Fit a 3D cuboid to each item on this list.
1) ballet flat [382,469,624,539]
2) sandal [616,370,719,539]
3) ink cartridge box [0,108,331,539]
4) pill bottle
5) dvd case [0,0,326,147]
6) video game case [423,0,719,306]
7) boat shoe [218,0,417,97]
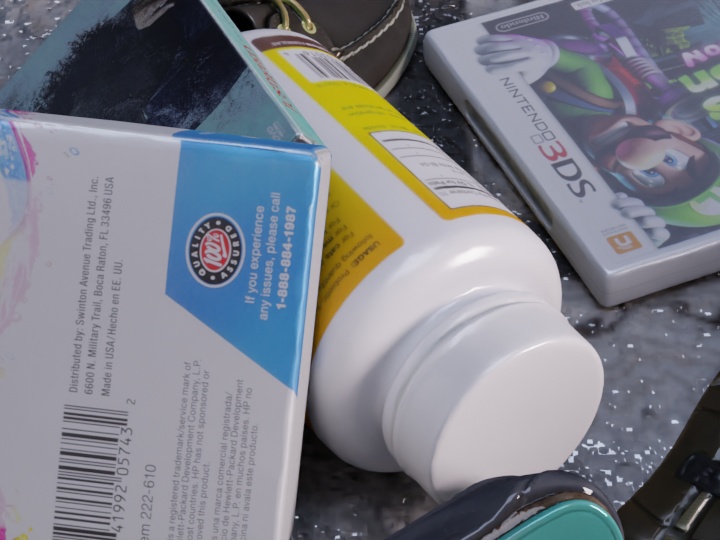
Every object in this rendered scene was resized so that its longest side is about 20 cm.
[{"bbox_3d":[-0.004,0.127,0.685,0.200,0.073,0.073,-31,50,-13],"label":"ballet flat"},{"bbox_3d":[0.150,0.083,0.738,0.082,0.055,0.200,29,65,36],"label":"sandal"},{"bbox_3d":[-0.117,0.019,0.685,0.200,0.145,0.085,6,6,1],"label":"ink cartridge box"},{"bbox_3d":[0.000,0.000,0.783,0.109,0.109,0.200,-25,48,-23],"label":"pill bottle"},{"bbox_3d":[-0.114,-0.018,0.784,0.200,0.022,0.146,-46,48,13],"label":"dvd case"},{"bbox_3d":[0.154,-0.075,0.920,0.200,0.023,0.182,-17,46,-16],"label":"video game case"},{"bbox_3d":[-0.051,-0.088,0.912,0.201,0.061,0.072,-35,53,-30],"label":"boat shoe"}]
